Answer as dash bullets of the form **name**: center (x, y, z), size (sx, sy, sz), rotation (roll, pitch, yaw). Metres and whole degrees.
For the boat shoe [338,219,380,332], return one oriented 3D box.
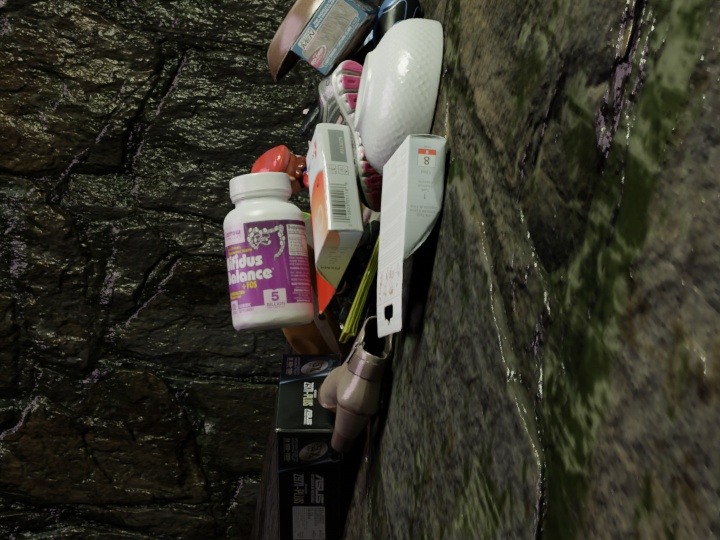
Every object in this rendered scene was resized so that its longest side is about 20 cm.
- **boat shoe**: center (-0.001, 0.002, 1.518), size (0.075, 0.065, 0.201), rotation (108, 169, -49)

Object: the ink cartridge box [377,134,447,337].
- **ink cartridge box**: center (0.054, -0.031, 1.228), size (0.162, 0.049, 0.203), rotation (141, 130, -80)

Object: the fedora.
- **fedora**: center (-0.072, 0.059, 1.631), size (0.201, 0.081, 0.202), rotation (-23, -90, -84)

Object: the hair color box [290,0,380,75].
- **hair color box**: center (-0.028, -0.332, 1.567), size (0.100, 0.060, 0.200), rotation (-53, 2, 16)

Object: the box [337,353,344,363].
- **box**: center (-0.047, 0.145, 1.884), size (0.201, 0.032, 0.122), rotation (109, 169, -50)

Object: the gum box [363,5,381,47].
- **gum box**: center (0.026, -0.337, 1.890), size (0.200, 0.044, 0.172), rotation (-98, 18, -68)

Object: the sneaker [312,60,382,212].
- **sneaker**: center (-0.010, -0.174, 1.517), size (0.087, 0.073, 0.202), rotation (-8, 104, 49)

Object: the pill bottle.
- **pill bottle**: center (-0.125, -0.025, 1.519), size (0.112, 0.111, 0.203), rotation (138, 126, -80)

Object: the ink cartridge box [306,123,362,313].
- **ink cartridge box**: center (-0.052, -0.064, 1.456), size (0.200, 0.050, 0.164), rotation (120, 149, -53)

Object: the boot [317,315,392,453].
- **boot**: center (0.001, 0.121, 1.384), size (0.200, 0.069, 0.148), rotation (-96, 23, -64)

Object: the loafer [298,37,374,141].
- **loafer**: center (-0.009, -0.248, 1.610), size (0.200, 0.072, 0.073), rotation (-50, 12, -20)

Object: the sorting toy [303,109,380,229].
- **sorting toy**: center (-0.005, -0.139, 1.669), size (0.180, 0.106, 0.203), rotation (-155, 58, -70)

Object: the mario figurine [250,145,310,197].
- **mario figurine**: center (-0.079, -0.135, 1.833), size (0.123, 0.198, 0.107), rotation (166, 114, -84)

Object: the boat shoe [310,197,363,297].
- **boat shoe**: center (-0.033, -0.060, 1.605), size (0.070, 0.070, 0.202), rotation (-26, 76, 38)

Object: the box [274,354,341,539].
- **box**: center (-0.068, 0.243, 1.548), size (0.164, 0.085, 0.202), rotation (-91, 2, -59)

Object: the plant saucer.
- **plant saucer**: center (-0.071, -0.352, 1.571), size (0.201, 0.034, 0.200), rotation (-54, 3, 5)

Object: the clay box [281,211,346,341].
- **clay box**: center (-0.088, 0.024, 1.722), size (0.047, 0.115, 0.201), rotation (19, 142, 47)

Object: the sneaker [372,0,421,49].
- **sneaker**: center (0.049, -0.283, 1.553), size (0.078, 0.069, 0.202), rotation (24, 100, 60)

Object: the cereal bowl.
- **cereal bowl**: center (0.041, -0.213, 1.402), size (0.200, 0.082, 0.203), rotation (-170, 90, -85)

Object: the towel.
- **towel**: center (0.018, -0.007, 1.412), size (0.086, 0.018, 0.202), rotation (110, -179, -78)
